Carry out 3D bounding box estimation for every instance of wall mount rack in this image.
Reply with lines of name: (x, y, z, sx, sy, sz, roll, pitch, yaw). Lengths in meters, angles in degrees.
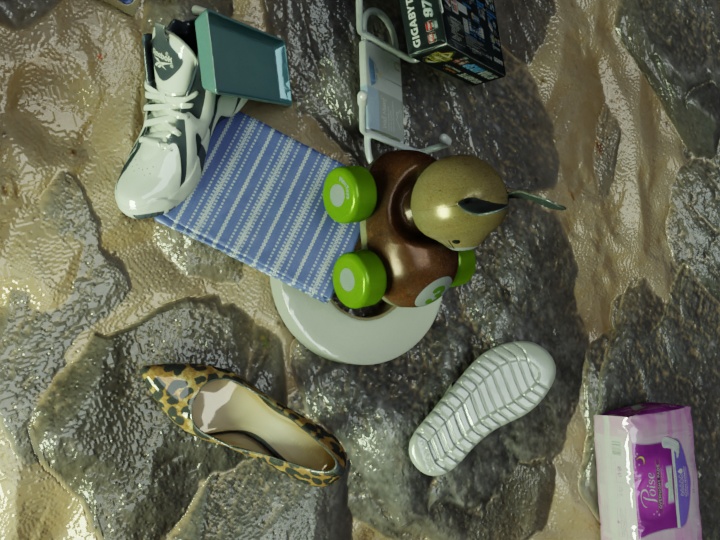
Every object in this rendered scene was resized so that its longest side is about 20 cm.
wall mount rack: (0.028, -0.205, 0.846, 0.173, 0.074, 0.203, 12, 71, -49)

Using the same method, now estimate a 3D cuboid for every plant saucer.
plant saucer: (-0.107, -0.196, 0.764, 0.019, 0.200, 0.071, -4, 97, 15)

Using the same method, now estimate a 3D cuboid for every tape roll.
tape roll: (0.000, 0.000, 0.869, 0.200, 0.037, 0.206, 2, 85, -26)

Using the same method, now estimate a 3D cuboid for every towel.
towel: (-0.093, -0.070, 0.811, 0.198, 0.024, 0.146, 26, 70, -7)

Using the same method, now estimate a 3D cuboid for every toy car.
toy car: (0.089, -0.045, 0.763, 0.163, 0.199, 0.161, -10, 94, -40)

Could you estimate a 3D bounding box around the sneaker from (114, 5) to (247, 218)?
sneaker: (-0.177, -0.156, 0.735, 0.079, 0.130, 0.200, 27, 69, 24)

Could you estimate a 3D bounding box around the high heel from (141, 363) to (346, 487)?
high heel: (-0.106, 0.138, 0.750, 0.199, 0.142, 0.072, 32, 74, -20)

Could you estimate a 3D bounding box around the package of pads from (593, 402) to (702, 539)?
package of pads: (0.357, 0.271, 1.001, 0.119, 0.075, 0.204, -3, 88, -27)

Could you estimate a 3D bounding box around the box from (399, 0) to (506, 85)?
box: (0.097, -0.297, 0.869, 0.199, 0.045, 0.162, -8, 88, -62)

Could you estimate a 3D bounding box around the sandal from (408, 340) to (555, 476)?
sandal: (0.133, 0.151, 0.920, 0.201, 0.050, 0.083, -35, 87, -10)

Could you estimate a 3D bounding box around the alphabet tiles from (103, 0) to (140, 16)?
alphabet tiles: (-0.240, -0.349, 0.750, 0.198, 0.008, 0.169, 22, 97, -34)
